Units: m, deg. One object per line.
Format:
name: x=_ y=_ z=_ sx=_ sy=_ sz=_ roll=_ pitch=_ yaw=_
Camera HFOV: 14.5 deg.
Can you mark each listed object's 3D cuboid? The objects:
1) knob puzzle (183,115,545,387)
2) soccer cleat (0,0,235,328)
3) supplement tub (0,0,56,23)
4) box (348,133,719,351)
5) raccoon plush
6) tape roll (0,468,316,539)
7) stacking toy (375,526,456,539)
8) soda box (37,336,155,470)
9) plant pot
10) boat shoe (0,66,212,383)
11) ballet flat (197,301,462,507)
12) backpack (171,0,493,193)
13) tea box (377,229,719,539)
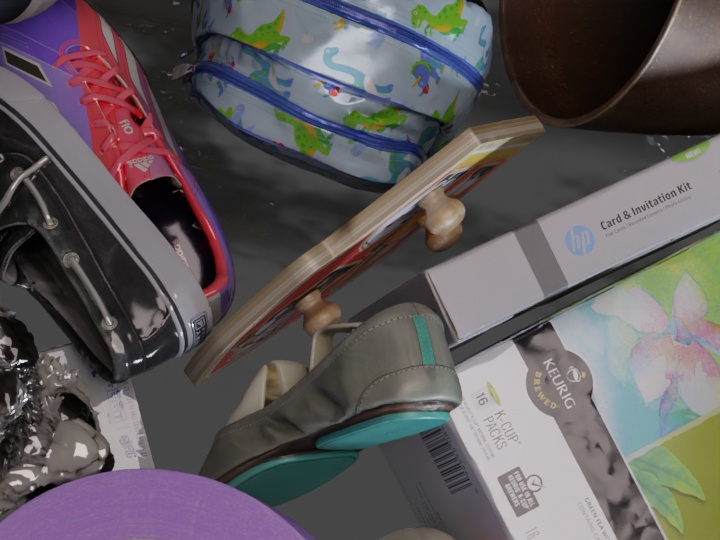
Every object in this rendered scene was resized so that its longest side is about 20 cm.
knob puzzle: x=0.000 y=0.000 z=1.356 sx=0.219 sy=0.220 sz=0.030 roll=-36 pitch=86 yaw=-17
soccer cleat: x=-0.118 y=-0.062 z=1.393 sx=0.068 sy=0.073 sz=0.200 roll=-27 pitch=86 yaw=-16
supplement tub: x=-0.215 y=-0.179 z=1.320 sx=0.200 sy=0.140 sz=0.141 roll=-13 pitch=83 yaw=-34
box: x=0.105 y=-0.010 z=1.394 sx=0.200 sy=0.156 sz=0.041 roll=-24 pitch=87 yaw=-16
raccoon plush: x=-0.200 y=0.038 z=1.273 sx=0.200 sy=0.134 sz=0.097 roll=40 pitch=89 yaw=12
tape roll: x=-0.092 y=0.190 z=1.247 sx=0.199 sy=0.066 sz=0.201 roll=-1 pitch=81 yaw=7
stacking toy: x=0.048 y=0.235 z=1.359 sx=0.200 sy=0.146 sz=0.146 roll=46 pitch=73 yaw=-15
soda box: x=-0.125 y=0.137 z=1.357 sx=0.063 sy=0.068 sz=0.201 roll=-14 pitch=84 yaw=-17
plant pot: x=0.203 y=-0.145 z=1.447 sx=0.199 sy=0.187 sz=0.188 roll=12 pitch=77 yaw=-27
boat shoe: x=-0.156 y=-0.022 z=1.349 sx=0.068 sy=0.074 sz=0.199 roll=-30 pitch=66 yaw=-27
ballet flat: x=-0.019 y=0.064 z=1.338 sx=0.067 sy=0.200 sz=0.064 roll=0 pitch=71 yaw=-35
backpack: x=-0.010 y=-0.106 z=1.360 sx=0.163 sy=0.200 sz=0.154 roll=28 pitch=74 yaw=-7
tea box: x=0.142 y=0.109 z=1.392 sx=0.196 sy=0.134 sz=0.200 roll=-27 pitch=87 yaw=-17
